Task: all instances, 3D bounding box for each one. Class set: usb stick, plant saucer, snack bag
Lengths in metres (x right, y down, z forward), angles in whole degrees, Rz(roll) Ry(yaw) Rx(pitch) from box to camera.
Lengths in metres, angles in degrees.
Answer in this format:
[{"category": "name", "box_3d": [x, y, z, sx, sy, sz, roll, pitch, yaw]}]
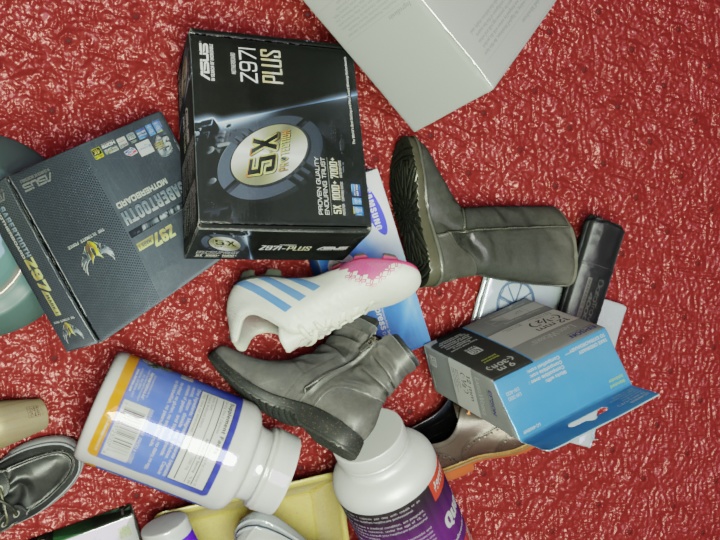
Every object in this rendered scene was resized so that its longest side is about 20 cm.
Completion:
[{"category": "usb stick", "box_3d": [0.255, 0.036, 1.007, 0.055, 0.033, 0.201, 16, 91, -25]}, {"category": "plant saucer", "box_3d": [-0.109, 0.324, 0.933, 0.199, 0.048, 0.201, -9, 98, -16]}, {"category": "snack bag", "box_3d": [0.212, 0.102, 1.029, 0.199, 0.021, 0.189, 13, 92, -18]}]

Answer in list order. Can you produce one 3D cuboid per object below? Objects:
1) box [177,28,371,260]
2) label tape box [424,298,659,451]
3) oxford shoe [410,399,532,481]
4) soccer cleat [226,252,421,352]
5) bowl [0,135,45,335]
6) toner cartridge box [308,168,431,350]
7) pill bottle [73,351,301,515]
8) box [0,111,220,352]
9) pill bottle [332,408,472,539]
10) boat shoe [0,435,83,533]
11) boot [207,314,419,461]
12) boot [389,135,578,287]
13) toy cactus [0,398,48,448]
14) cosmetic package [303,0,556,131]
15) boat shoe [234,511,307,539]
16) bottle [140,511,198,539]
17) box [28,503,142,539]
[{"category": "box", "box_3d": [-0.087, -0.117, 0.839, 0.163, 0.086, 0.201, 1, 72, -20]}, {"category": "label tape box", "box_3d": [0.178, 0.100, 0.893, 0.143, 0.200, 0.066, -22, 108, -21]}, {"category": "oxford shoe", "box_3d": [0.140, 0.162, 0.949, 0.200, 0.071, 0.073, -32, 123, 11]}, {"category": "soccer cleat", "box_3d": [-0.037, 0.040, 0.857, 0.199, 0.070, 0.087, -8, 57, 16]}, {"category": "bowl", "box_3d": [-0.357, -0.027, 0.790, 0.200, 0.105, 0.201, -2, 97, -17]}, {"category": "toner cartridge box", "box_3d": [0.000, 0.000, 0.939, 0.095, 0.043, 0.201, -21, 101, -16]}, {"category": "pill bottle", "box_3d": [-0.165, 0.166, 0.855, 0.200, 0.112, 0.112, 24, 88, -11]}, {"category": "box", "box_3d": [-0.223, -0.042, 0.802, 0.200, 0.051, 0.158, -41, 110, -51]}, {"category": "pill bottle", "box_3d": [0.041, 0.244, 0.918, 0.112, 0.112, 0.200, -30, 120, -13]}, {"category": "boat shoe", "box_3d": [-0.360, 0.226, 0.833, 0.200, 0.066, 0.070, -24, 102, -14]}, {"category": "boot", "box_3d": [-0.047, 0.094, 0.889, 0.200, 0.070, 0.132, 26, 71, 23]}, {"category": "boot", "box_3d": [0.139, -0.063, 0.963, 0.199, 0.073, 0.182, -6, 81, -22]}, {"category": "toy cactus", "box_3d": [-0.371, 0.145, 0.801, 0.165, 0.102, 0.200, -12, 58, -42]}, {"category": "cosmetic package", "box_3d": [0.071, -0.284, 0.858, 0.200, 0.123, 0.200, 47, 55, -15]}, {"category": "boat shoe", "box_3d": [-0.047, 0.323, 0.884, 0.200, 0.067, 0.074, 31, 117, -10]}, {"category": "bottle", "box_3d": [-0.163, 0.338, 0.858, 0.083, 0.065, 0.201, -20, 101, -16]}, {"category": "box", "box_3d": [-0.307, 0.339, 0.879, 0.199, 0.036, 0.145, -17, 100, -17]}]
